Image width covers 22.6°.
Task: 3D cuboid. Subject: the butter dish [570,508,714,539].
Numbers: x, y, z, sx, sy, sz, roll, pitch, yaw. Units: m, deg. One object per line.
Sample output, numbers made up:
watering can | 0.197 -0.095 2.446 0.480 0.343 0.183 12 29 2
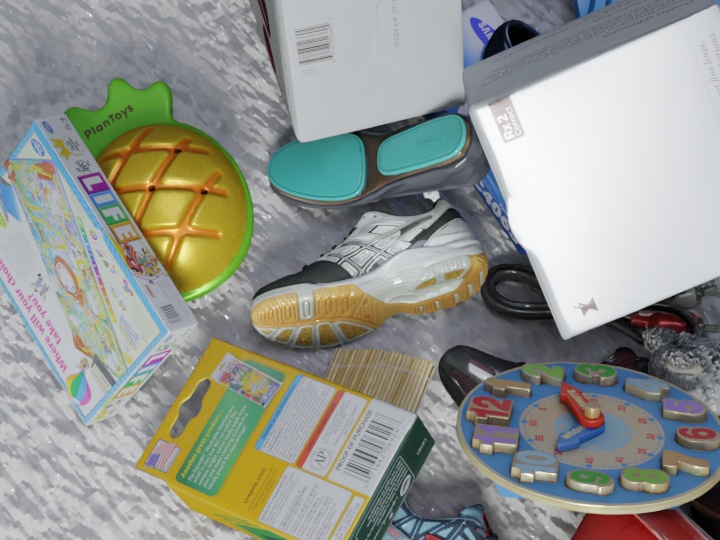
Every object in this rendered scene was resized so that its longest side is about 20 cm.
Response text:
butter dish | 0.216 0.259 1.312 0.200 0.200 0.148 41 94 -20

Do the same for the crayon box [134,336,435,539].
crayon box | -0.058 0.142 1.379 0.199 0.052 0.126 19 68 31

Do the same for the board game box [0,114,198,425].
board game box | -0.221 0.000 1.403 0.034 0.134 0.201 -17 69 -49

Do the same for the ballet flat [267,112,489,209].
ballet flat | 0.019 -0.081 1.474 0.198 0.073 0.074 -9 66 31

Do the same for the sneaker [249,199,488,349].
sneaker | 0.000 0.000 1.463 0.198 0.076 0.088 -14 57 -13

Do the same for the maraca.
maraca | -0.167 -0.064 1.443 0.136 0.107 0.201 -32 71 -8

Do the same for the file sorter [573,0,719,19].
file sorter | 0.255 -0.278 1.519 0.137 0.123 0.202 1 51 -5

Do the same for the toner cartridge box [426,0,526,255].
toner cartridge box | 0.121 -0.122 1.522 0.094 0.043 0.201 -30 76 -17

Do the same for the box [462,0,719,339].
box | 0.202 -0.089 1.367 0.198 0.131 0.200 -22 109 9

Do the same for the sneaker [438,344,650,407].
sneaker | 0.164 0.094 1.441 0.199 0.076 0.116 35 65 -4

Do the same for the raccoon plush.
raccoon plush | 0.310 0.055 1.423 0.134 0.097 0.200 46 74 -18

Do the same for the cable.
cable | 0.200 0.034 1.481 0.198 0.050 0.098 -6 65 3

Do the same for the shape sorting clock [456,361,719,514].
shape sorting clock | 0.168 0.115 1.306 0.197 0.040 0.200 -2 26 1

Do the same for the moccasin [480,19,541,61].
moccasin | 0.175 -0.123 1.468 0.199 0.068 0.081 39 70 8

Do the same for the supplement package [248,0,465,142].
supplement package | -0.013 -0.250 1.442 0.145 0.192 0.201 -13 45 -8

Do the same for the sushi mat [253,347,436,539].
sushi mat | -0.016 0.151 1.401 0.095 0.012 0.201 7 62 36

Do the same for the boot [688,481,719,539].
boot | 0.266 0.179 1.392 0.199 0.097 0.075 30 54 3

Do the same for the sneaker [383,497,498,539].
sneaker | 0.087 0.225 1.377 0.198 0.079 0.096 25 68 4
